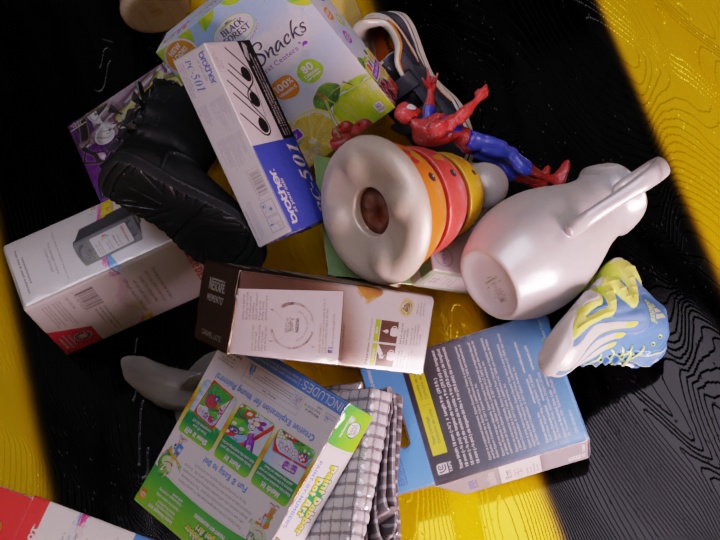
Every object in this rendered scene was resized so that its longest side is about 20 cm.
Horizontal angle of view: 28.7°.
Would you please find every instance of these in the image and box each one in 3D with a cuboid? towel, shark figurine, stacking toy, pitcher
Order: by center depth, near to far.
[{"bbox_3d":[-0.044,0.201,1.382,0.199,0.086,0.166,-11,61,36],"label":"towel"},{"bbox_3d":[0.207,-0.042,1.404,0.200,0.172,0.121,-33,86,-29],"label":"pitcher"},{"bbox_3d":[0.072,-0.076,1.405,0.200,0.146,0.146,-17,58,-42],"label":"stacking toy"},{"bbox_3d":[-0.144,0.105,1.470,0.214,0.090,0.128,-21,67,1],"label":"shark figurine"},{"bbox_3d":[-0.265,-0.389,1.709,0.085,0.085,0.201,-17,62,1],"label":"stacking toy"}]

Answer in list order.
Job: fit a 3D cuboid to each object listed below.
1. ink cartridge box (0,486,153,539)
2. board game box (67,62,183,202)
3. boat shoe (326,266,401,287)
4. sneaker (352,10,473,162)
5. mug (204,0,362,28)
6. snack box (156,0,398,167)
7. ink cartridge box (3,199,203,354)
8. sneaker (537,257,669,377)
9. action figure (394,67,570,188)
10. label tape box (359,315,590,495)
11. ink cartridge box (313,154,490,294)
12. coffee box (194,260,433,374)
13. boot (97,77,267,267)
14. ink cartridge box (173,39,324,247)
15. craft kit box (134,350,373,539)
[{"bbox_3d":[-0.293,0.305,1.414,0.199,0.067,0.116,17,70,15],"label":"ink cartridge box"},{"bbox_3d":[-0.231,-0.170,1.610,0.200,0.032,0.120,-32,69,9],"label":"board game box"},{"bbox_3d":[0.004,-0.002,1.485,0.075,0.075,0.203,15,62,-31],"label":"boat shoe"},{"bbox_3d":[0.050,-0.194,1.548,0.078,0.079,0.200,-36,78,34],"label":"sneaker"},{"bbox_3d":[-0.075,-0.266,1.579,0.153,0.187,0.150,-22,99,-11],"label":"mug"},{"bbox_3d":[-0.085,-0.211,1.478,0.168,0.200,0.068,-34,21,20],"label":"snack box"},{"bbox_3d":[-0.258,-0.005,1.500,0.199,0.148,0.086,-25,66,-4],"label":"ink cartridge box"},{"bbox_3d":[0.254,0.064,1.397,0.105,0.076,0.200,40,43,5],"label":"sneaker"},{"bbox_3d":[0.130,-0.158,1.498,0.199,0.065,0.099,17,77,-21],"label":"action figure"},{"bbox_3d":[0.115,0.143,1.424,0.199,0.063,0.145,-17,65,2],"label":"label tape box"},{"bbox_3d":[0.055,-0.055,1.468,0.199,0.048,0.146,9,60,-32],"label":"ink cartridge box"},{"bbox_3d":[-0.046,0.045,1.353,0.199,0.114,0.080,8,92,-24],"label":"coffee box"},{"bbox_3d":[-0.166,-0.099,1.423,0.198,0.073,0.163,32,36,-13],"label":"boot"},{"bbox_3d":[-0.105,-0.128,1.389,0.044,0.094,0.201,-25,90,26],"label":"ink cartridge box"},{"bbox_3d":[-0.108,0.183,1.356,0.200,0.048,0.198,27,83,46],"label":"craft kit box"}]
